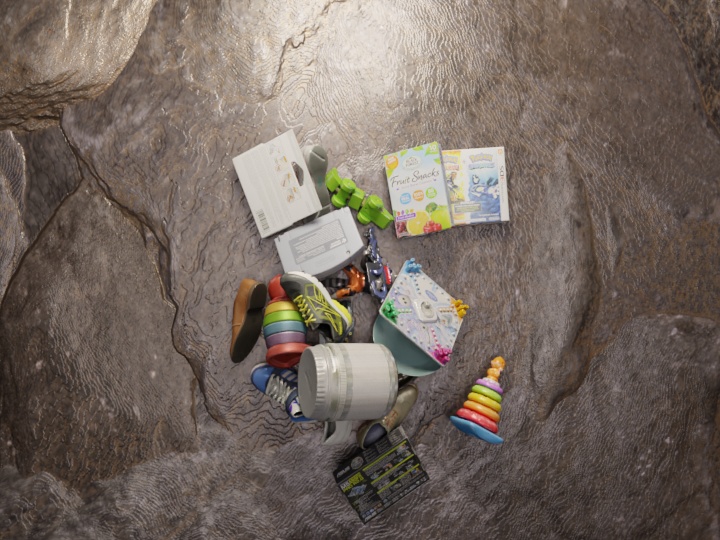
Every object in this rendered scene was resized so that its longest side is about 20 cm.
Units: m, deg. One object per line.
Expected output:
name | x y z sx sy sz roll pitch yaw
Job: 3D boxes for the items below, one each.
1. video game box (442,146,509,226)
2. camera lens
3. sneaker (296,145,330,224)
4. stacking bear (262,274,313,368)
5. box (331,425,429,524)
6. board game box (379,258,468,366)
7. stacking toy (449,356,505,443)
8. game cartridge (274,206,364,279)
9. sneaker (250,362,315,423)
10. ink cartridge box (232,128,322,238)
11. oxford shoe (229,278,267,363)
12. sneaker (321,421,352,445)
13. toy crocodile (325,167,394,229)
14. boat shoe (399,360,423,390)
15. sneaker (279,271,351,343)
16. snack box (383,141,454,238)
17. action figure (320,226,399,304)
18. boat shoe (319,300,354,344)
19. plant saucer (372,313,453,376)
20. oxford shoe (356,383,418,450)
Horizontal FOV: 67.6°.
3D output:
video game box | 0.269 -0.207 1.346 0.193 0.047 0.189 -5 88 -5
camera lens | -0.025 0.242 1.171 0.194 0.159 0.166 4 89 -24
sneaker | -0.118 -0.200 1.301 0.069 0.079 0.207 -10 110 -36
stacking bear | -0.174 0.108 1.255 0.119 0.113 0.206 -21 63 27
box | 0.052 0.489 1.282 0.197 0.044 0.163 -32 118 -6
board game box | 0.158 0.092 1.276 0.199 0.026 0.201 40 45 -6
stacking toy | 0.310 0.308 1.322 0.114 0.109 0.205 28 75 -20
game cartridge | -0.094 -0.053 1.259 0.195 0.041 0.136 -23 64 0
sneaker | -0.168 0.285 1.241 0.195 0.147 0.083 23 96 -6
ink cartridge box | -0.193 -0.204 1.275 0.169 0.043 0.205 -21 91 14
oxford shoe | -0.279 0.119 1.287 0.070 0.071 0.206 20 96 33
sneaker | -0.047 0.316 1.269 0.074 0.088 0.207 13 93 32
toy crocodile | -0.004 -0.173 1.314 0.197 0.062 0.068 33 128 -5
boat shoe | 0.068 0.267 1.308 0.196 0.065 0.073 -28 93 -5
sneaker | -0.105 0.083 1.206 0.198 0.074 0.086 39 45 -12
snack box | 0.142 -0.190 1.303 0.138 0.053 0.207 -10 89 21
action figure | 0.000 0.000 1.311 0.187 0.105 0.206 5 61 -12
boat shoe | -0.055 0.174 1.294 0.088 0.071 0.207 -4 88 -4
plant saucer | 0.124 0.166 1.299 0.194 0.039 0.206 3 56 -5
oxford shoe | 0.072 0.360 1.302 0.071 0.074 0.201 42 86 -3
